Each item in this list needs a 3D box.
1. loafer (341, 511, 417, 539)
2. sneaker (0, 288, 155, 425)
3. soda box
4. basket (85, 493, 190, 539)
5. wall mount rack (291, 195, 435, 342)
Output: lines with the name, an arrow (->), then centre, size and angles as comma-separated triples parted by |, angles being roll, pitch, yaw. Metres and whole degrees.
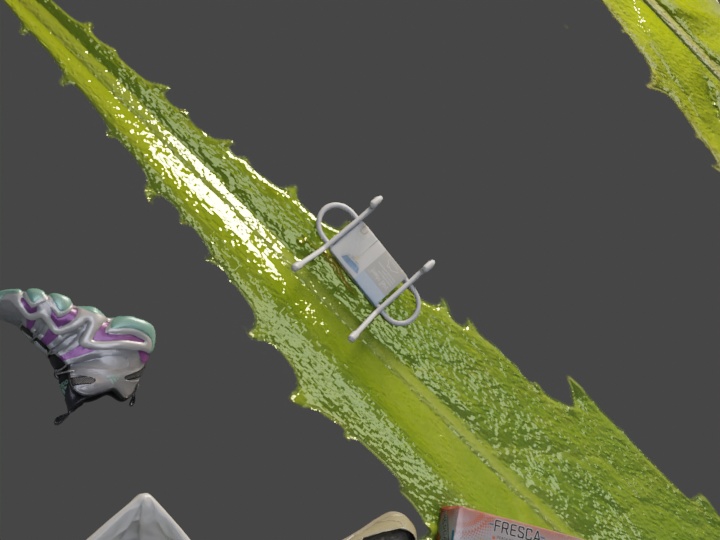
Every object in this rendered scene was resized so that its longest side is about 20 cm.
loafer -> -0.009, 0.363, 1.087 | 0.198, 0.068, 0.076 | -34, 87, -23
sneaker -> -0.349, 0.108, 1.039 | 0.196, 0.078, 0.143 | 16, 70, -13
soda box -> 0.197, 0.364, 1.159 | 0.196, 0.064, 0.070 | 17, 70, -13
basket -> -0.230, 0.367, 0.983 | 0.135, 0.123, 0.201 | -39, 89, -23
wall mount rack -> 0.000, 0.000, 1.186 | 0.173, 0.075, 0.201 | -40, 89, -23
